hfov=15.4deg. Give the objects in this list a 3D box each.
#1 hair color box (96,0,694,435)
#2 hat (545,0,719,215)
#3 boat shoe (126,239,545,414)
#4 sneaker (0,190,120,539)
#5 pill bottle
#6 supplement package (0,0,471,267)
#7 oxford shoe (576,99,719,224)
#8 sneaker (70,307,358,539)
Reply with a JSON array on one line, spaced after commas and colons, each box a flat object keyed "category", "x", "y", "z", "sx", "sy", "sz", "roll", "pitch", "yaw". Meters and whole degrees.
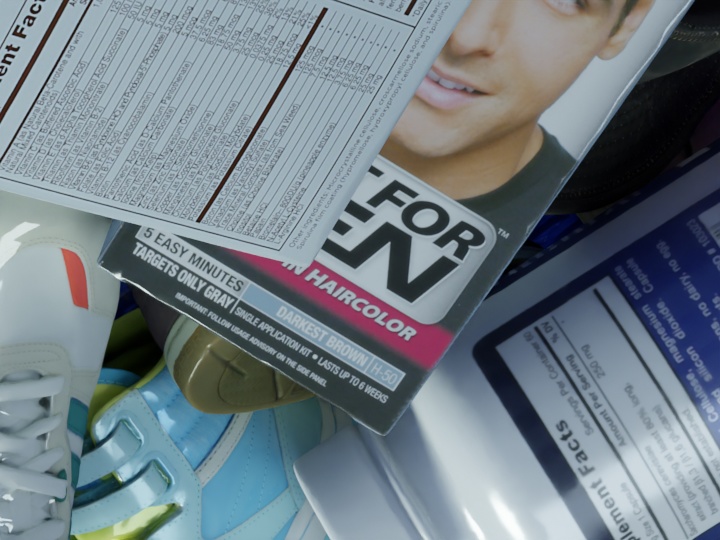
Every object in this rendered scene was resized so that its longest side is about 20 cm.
[{"category": "hair color box", "x": 0.020, "y": -0.064, "z": 0.739, "sx": 0.099, "sy": 0.061, "sz": 0.200, "roll": 30, "pitch": 112, "yaw": -9}, {"category": "hat", "x": 0.089, "y": -0.108, "z": 0.811, "sx": 0.200, "sy": 0.081, "sz": 0.202, "roll": -10, "pitch": 103, "yaw": -47}, {"category": "boat shoe", "x": -0.001, "y": 0.001, "z": 0.900, "sx": 0.200, "sy": 0.066, "sz": 0.072, "roll": -7, "pitch": 144, "yaw": -52}, {"category": "sneaker", "x": -0.104, "y": 0.068, "z": 0.794, "sx": 0.070, "sy": 0.093, "sz": 0.201, "roll": 0, "pitch": 126, "yaw": -33}, {"category": "pill bottle", "x": 0.083, "y": 0.044, "z": 0.866, "sx": 0.199, "sy": 0.111, "sz": 0.111, "roll": -32, "pitch": 136, "yaw": 0}, {"category": "supplement package", "x": -0.092, "y": -0.128, "z": 0.647, "sx": 0.199, "sy": 0.191, "sz": 0.147, "roll": 14, "pitch": 116, "yaw": -40}, {"category": "oxford shoe", "x": 0.126, "y": 0.017, "z": 1.006, "sx": 0.073, "sy": 0.071, "sz": 0.201, "roll": -15, "pitch": 133, "yaw": 8}, {"category": "sneaker", "x": -0.084, "y": 0.103, "z": 0.885, "sx": 0.130, "sy": 0.079, "sz": 0.201, "roll": 40, "pitch": 58, "yaw": -39}]
